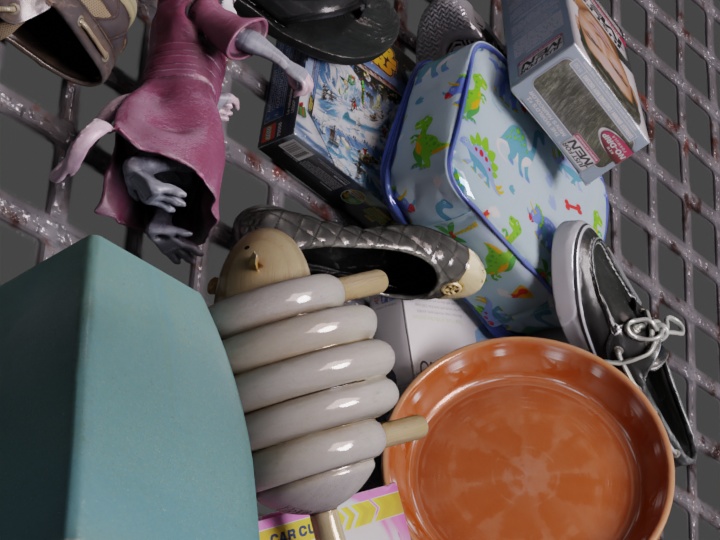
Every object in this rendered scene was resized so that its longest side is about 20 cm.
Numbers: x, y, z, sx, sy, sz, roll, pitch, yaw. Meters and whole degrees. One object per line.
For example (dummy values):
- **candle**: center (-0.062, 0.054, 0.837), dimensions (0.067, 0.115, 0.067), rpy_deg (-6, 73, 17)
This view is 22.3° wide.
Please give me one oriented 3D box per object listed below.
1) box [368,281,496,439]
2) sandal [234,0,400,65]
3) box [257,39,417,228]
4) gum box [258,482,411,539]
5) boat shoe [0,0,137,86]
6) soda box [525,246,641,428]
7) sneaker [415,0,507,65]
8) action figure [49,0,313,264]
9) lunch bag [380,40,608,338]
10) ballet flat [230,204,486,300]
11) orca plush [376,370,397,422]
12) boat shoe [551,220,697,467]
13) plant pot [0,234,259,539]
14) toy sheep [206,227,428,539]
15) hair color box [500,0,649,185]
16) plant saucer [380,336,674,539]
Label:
- **box**: center (0.074, 0.114, 1.342), dimensions (0.144, 0.036, 0.202), rpy_deg (8, 70, -51)
- **sandal**: center (-0.052, -0.199, 1.258), dimensions (0.199, 0.048, 0.076), rpy_deg (20, 58, -27)
- **box**: center (0.011, -0.101, 1.349), dimensions (0.200, 0.040, 0.138), rpy_deg (37, 50, -38)
- **gum box**: center (-0.037, 0.206, 1.131), dimensions (0.199, 0.066, 0.115), rpy_deg (-7, 82, -53)
- **boat shoe**: center (-0.208, -0.171, 1.068), dimensions (0.199, 0.074, 0.074), rpy_deg (27, 55, -42)
- **soda box**: center (0.153, 0.074, 1.378), dimensions (0.064, 0.068, 0.201), rpy_deg (55, 38, -27)
- **sneaker**: center (0.116, -0.150, 1.480), dimensions (0.201, 0.075, 0.115), rpy_deg (60, 36, -23)
- **action figure**: center (-0.119, -0.113, 1.147), dimensions (0.148, 0.134, 0.202), rpy_deg (19, 62, -25)
- **lunch bag**: center (0.103, -0.059, 1.348), dimensions (0.200, 0.082, 0.162), rpy_deg (44, 46, -35)
- **ballet flat**: center (0.000, 0.000, 1.244), dimensions (0.198, 0.067, 0.057), rpy_deg (8, 47, -29)
- **orca plush**: center (-0.026, 0.089, 1.192), dimensions (0.199, 0.071, 0.106), rpy_deg (3, 72, -51)
- **boat shoe**: center (0.194, 0.055, 1.310), dimensions (0.073, 0.068, 0.201), rpy_deg (-35, 112, -54)
- **plant pot**: center (-0.145, 0.096, 0.986), dimensions (0.141, 0.140, 0.202), rpy_deg (32, 44, -40)
- **toy sheep**: center (-0.035, 0.072, 1.078), dimensions (0.137, 0.137, 0.202), rpy_deg (-6, 74, -53)
- **hair color box**: center (0.159, -0.161, 1.380), dimensions (0.099, 0.060, 0.201), rpy_deg (48, 22, -23)
- **plant saucer**: center (0.112, 0.137, 1.238), dimensions (0.032, 0.198, 0.202), rpy_deg (91, 8, -56)
